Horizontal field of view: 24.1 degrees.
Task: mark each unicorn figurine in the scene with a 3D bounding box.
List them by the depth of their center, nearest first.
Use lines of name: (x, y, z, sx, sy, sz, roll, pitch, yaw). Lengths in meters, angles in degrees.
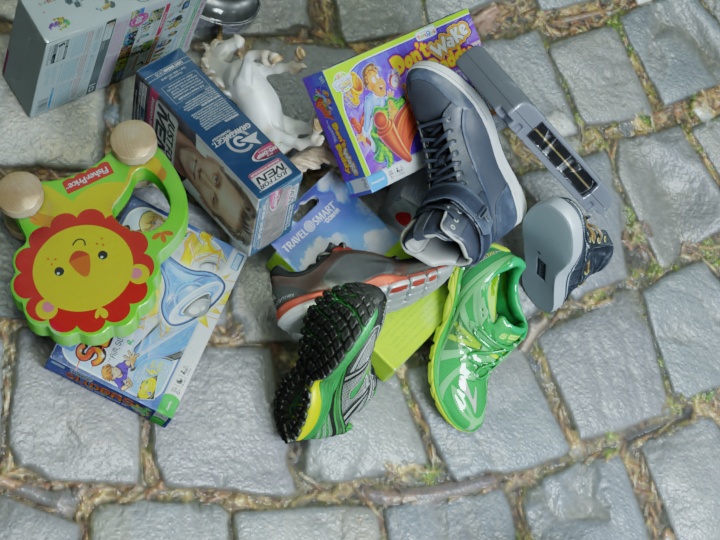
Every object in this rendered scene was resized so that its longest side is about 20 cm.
unicorn figurine: (-0.104, -0.189, 1.788, 0.074, 0.137, 0.201, -15, 88, -46)

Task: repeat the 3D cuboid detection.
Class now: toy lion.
toy lion: (-0.255, -0.027, 1.655, 0.200, 0.069, 0.192, -27, 69, -14)

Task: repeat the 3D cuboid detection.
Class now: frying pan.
frying pan: (-0.182, -0.342, 1.861, 0.115, 0.031, 0.190, -21, 65, -42)

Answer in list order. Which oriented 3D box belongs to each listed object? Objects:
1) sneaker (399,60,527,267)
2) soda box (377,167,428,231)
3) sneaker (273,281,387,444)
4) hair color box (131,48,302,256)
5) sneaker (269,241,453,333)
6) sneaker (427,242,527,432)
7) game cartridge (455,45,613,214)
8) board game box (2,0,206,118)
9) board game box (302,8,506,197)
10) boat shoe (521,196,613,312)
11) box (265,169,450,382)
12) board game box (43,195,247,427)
sneaker: (0.080, -0.099, 1.696, 0.146, 0.077, 0.203, -43, 108, -40)
soda box: (0.089, -0.133, 1.857, 0.063, 0.068, 0.200, 28, 62, -10)
sneaker: (-0.018, 0.088, 1.664, 0.085, 0.200, 0.078, -1, 46, -32)
hair color box: (-0.149, -0.121, 1.719, 0.060, 0.100, 0.200, -34, 67, -28)
sneaker: (0.000, 0.000, 1.713, 0.199, 0.077, 0.082, -13, 68, -24)
sneaker: (0.125, 0.071, 1.747, 0.074, 0.083, 0.201, 5, 94, -45)
game cartridge: (0.178, -0.147, 1.737, 0.040, 0.200, 0.133, -44, 44, 6)
board game box: (-0.259, -0.251, 1.733, 0.200, 0.148, 0.064, -26, 77, -28)
board game box: (0.052, -0.177, 1.770, 0.200, 0.045, 0.135, -28, 99, -30)
boat shoe: (0.224, -0.037, 1.790, 0.091, 0.200, 0.071, -38, 69, -18)
box: (-0.003, 0.005, 1.776, 0.200, 0.048, 0.122, 45, 61, 2)
board game box: (-0.213, 0.039, 1.691, 0.135, 0.034, 0.200, 27, 62, -8)
